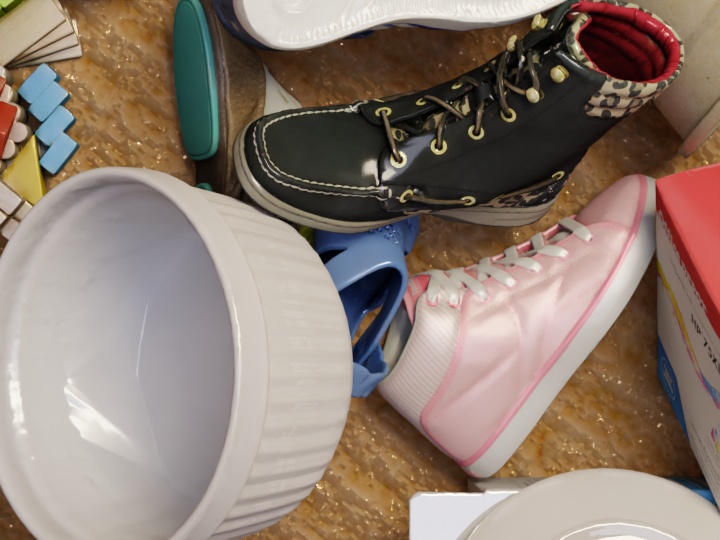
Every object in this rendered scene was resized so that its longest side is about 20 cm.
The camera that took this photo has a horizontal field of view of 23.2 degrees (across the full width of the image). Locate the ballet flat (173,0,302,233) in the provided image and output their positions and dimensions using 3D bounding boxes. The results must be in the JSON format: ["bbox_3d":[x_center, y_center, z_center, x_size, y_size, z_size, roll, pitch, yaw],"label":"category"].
[{"bbox_3d":[-0.065,-0.059,0.996,0.072,0.068,0.201,-4,93,-25],"label":"ballet flat"}]

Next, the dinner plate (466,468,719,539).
[{"bbox_3d":[0.140,0.201,0.939,0.199,0.024,0.201,1,69,-3],"label":"dinner plate"}]

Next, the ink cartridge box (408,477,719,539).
[{"bbox_3d":[0.122,0.179,1.013,0.199,0.068,0.116,1,90,-5],"label":"ink cartridge box"}]

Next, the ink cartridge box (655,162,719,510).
[{"bbox_3d":[0.207,0.022,0.942,0.067,0.116,0.200,-14,134,-3],"label":"ink cartridge box"}]

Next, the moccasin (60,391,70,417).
[{"bbox_3d":[-0.230,0.084,0.978,0.201,0.078,0.074,-16,77,-23],"label":"moccasin"}]

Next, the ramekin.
[{"bbox_3d":[-0.096,0.051,0.903,0.105,0.200,0.201,4,92,-49],"label":"ramekin"}]

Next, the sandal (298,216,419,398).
[{"bbox_3d":[0.000,0.000,0.968,0.079,0.087,0.201,30,71,-31],"label":"sandal"}]

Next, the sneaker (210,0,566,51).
[{"bbox_3d":[0.017,-0.166,0.934,0.199,0.146,0.081,-14,105,-8],"label":"sneaker"}]

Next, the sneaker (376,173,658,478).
[{"bbox_3d":[0.085,0.011,1.000,0.105,0.075,0.201,35,93,-10],"label":"sneaker"}]

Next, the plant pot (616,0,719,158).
[{"bbox_3d":[0.180,-0.197,0.957,0.183,0.200,0.200,44,88,6],"label":"plant pot"}]

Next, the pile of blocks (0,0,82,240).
[{"bbox_3d":[-0.195,-0.108,0.979,0.082,0.062,0.201,-13,94,-4],"label":"pile of blocks"}]

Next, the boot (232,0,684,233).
[{"bbox_3d":[0.051,-0.084,0.896,0.203,0.154,0.074,1,63,-31],"label":"boot"}]
